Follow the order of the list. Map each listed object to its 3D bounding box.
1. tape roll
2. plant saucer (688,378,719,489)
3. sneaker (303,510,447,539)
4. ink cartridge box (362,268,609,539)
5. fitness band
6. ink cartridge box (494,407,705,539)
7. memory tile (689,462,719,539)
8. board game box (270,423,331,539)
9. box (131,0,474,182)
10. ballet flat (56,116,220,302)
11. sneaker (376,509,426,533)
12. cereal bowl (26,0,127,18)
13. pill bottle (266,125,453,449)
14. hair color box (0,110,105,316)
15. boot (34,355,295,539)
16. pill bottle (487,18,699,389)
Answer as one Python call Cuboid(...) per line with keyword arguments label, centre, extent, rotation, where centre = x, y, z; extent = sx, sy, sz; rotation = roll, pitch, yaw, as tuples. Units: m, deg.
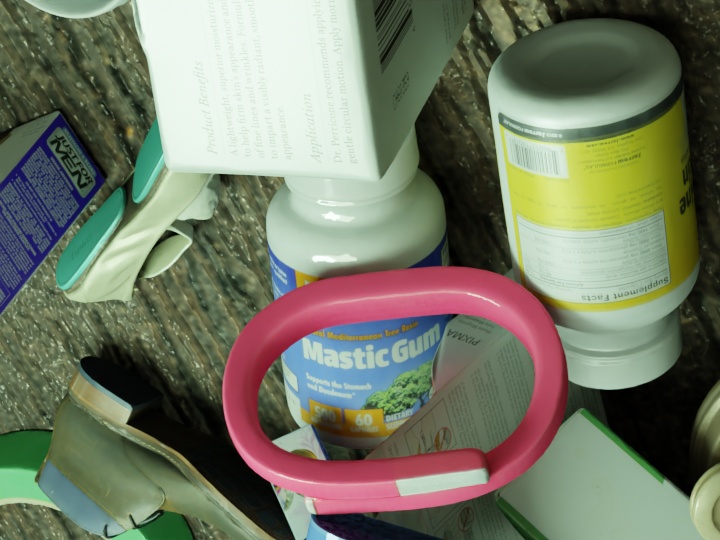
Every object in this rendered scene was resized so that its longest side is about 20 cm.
Cuboid(label="tape roll", centre=(-0.217, 0.211, 1.831), extent=(0.199, 0.048, 0.202), rotation=(11, 127, 15))
Cuboid(label="plant saucer", centre=(0.288, 0.128, 1.472), extent=(0.198, 0.030, 0.201), rotation=(11, 125, 15))
Cuboid(label="sneaker", centre=(0.046, 0.203, 1.452), extent=(0.199, 0.070, 0.078), rotation=(20, 105, -12))
Cuboid(label="ink cartridge box", centre=(0.072, 0.116, 1.541), extent=(0.057, 0.200, 0.164), rotation=(18, 135, 46))
Cuboid(label="fitness band", centre=(0.020, 0.067, 1.438), extent=(0.198, 0.145, 0.038), rotation=(-5, 146, 7))
Cuboid(label="ink cartridge box", centre=(0.183, 0.191, 1.532), extent=(0.146, 0.083, 0.200), rotation=(41, 174, 35))
Cuboid(label="memory tile", centre=(0.270, 0.171, 1.425), extent=(0.152, 0.017, 0.201), rotation=(-23, 119, -8))
Cuboid(label="board game box", centre=(0.004, 0.217, 1.583), extent=(0.041, 0.201, 0.200), rotation=(-24, 161, -2))
Cuboid(label="box", centre=(-0.031, -0.183, 1.372), extent=(0.130, 0.200, 0.200), rotation=(4, 126, 18))
Cuboid(label="ballet flat", centre=(-0.127, -0.044, 1.609), extent=(0.069, 0.070, 0.200), rotation=(37, 131, -5))
Cuboid(label="sneaker", centre=(0.022, 0.243, 1.723), extent=(0.075, 0.089, 0.201), rotation=(21, 124, 9))
Cuboid(label="cereal bowl", centre=(-0.164, -0.251, 1.437), extent=(0.199, 0.083, 0.201), rotation=(29, 135, 33))
Cuboid(label="pill bottle", centre=(0.000, 0.000, 1.545), extent=(0.111, 0.112, 0.201), rotation=(7, 127, 19))
Cuboid(label="hair color box", centre=(-0.255, -0.012, 1.589), extent=(0.109, 0.200, 0.065), rotation=(-19, 113, 33))
Cuboid(label="boot", centre=(-0.134, 0.154, 1.704), extent=(0.200, 0.075, 0.097), rotation=(38, 109, 21))
Cuboid(label="pill bottle", centre=(0.139, -0.036, 1.459), extent=(0.111, 0.112, 0.201), rotation=(4, 125, 21))
